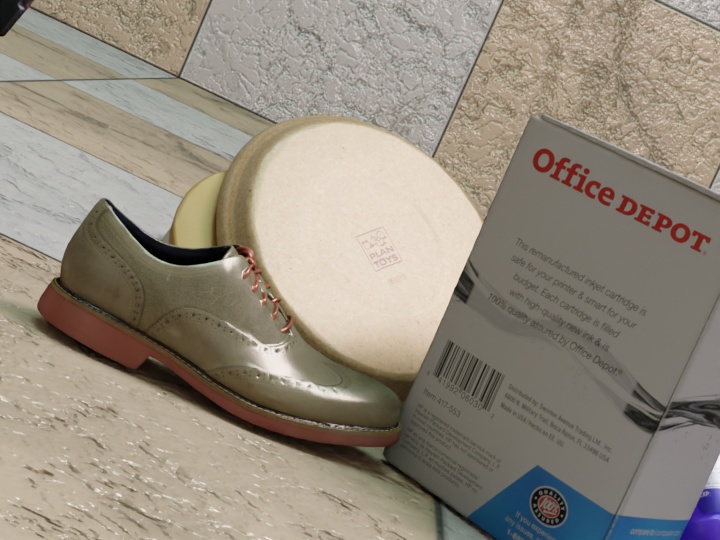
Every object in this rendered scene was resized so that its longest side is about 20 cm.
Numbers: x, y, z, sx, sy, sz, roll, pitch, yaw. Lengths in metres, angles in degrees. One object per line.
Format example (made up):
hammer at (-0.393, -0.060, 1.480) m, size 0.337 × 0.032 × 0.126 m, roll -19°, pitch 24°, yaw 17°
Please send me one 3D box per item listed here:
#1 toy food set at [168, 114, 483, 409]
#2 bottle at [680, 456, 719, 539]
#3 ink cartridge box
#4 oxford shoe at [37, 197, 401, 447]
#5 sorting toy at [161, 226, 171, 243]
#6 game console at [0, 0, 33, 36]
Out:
toy food set at (0.000, 0.000, 0.908) m, size 0.198 × 0.049 × 0.200 m, roll 47°, pitch 48°, yaw 2°
bottle at (0.189, 0.084, 0.881) m, size 0.083 × 0.065 × 0.202 m, roll 12°, pitch 52°, yaw -25°
ink cartridge box at (0.119, 0.043, 0.801) m, size 0.146 × 0.202 × 0.085 m, roll 31°, pitch 10°, yaw 40°
oxford shoe at (-0.060, 0.029, 0.794) m, size 0.198 × 0.076 × 0.070 m, roll 24°, pitch 6°, yaw -13°
sorting toy at (-0.059, -0.017, 1.153) m, size 0.198 × 0.108 × 0.180 m, roll 22°, pitch -12°, yaw -21°
game console at (-0.269, -0.205, 0.837) m, size 0.199 × 0.119 × 0.172 m, roll 37°, pitch 24°, yaw 14°
